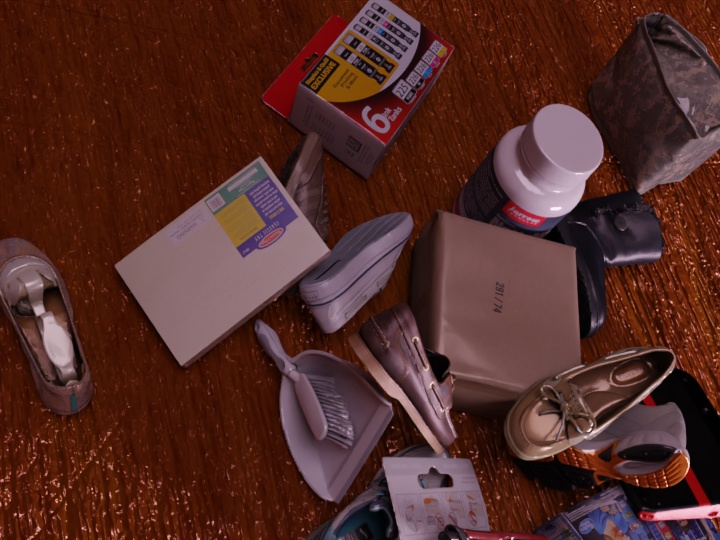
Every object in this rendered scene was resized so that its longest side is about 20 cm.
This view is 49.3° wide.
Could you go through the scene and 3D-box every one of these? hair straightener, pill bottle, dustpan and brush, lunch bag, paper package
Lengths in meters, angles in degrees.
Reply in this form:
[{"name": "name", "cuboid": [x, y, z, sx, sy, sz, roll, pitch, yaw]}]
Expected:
[{"name": "hair straightener", "cuboid": [0.133, 0.290, 0.760, 0.199, 0.040, 0.078, 30, 46, -48]}, {"name": "pill bottle", "cuboid": [0.199, -0.103, 0.946, 0.117, 0.200, 0.122, 7, 63, -15]}, {"name": "dustpan and brush", "cuboid": [-0.057, 0.121, 0.818, 0.056, 0.141, 0.201, 9, 32, -36]}, {"name": "lunch bag", "cuboid": [0.420, -0.239, 1.108, 0.115, 0.164, 0.203, -17, 73, -19]}, {"name": "paper package", "cuboid": [0.153, 0.057, 0.911, 0.187, 0.104, 0.204, 13, 61, -13]}]

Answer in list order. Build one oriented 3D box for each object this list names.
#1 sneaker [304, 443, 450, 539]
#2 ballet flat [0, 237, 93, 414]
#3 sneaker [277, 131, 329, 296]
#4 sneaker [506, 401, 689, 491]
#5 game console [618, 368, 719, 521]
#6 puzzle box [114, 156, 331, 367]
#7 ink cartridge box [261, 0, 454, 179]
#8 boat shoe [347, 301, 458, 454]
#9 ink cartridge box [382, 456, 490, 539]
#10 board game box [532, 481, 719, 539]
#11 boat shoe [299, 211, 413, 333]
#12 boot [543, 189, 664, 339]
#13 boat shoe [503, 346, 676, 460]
[{"name": "sneaker", "cuboid": [0.030, 0.245, 0.789, 0.199, 0.087, 0.078, -37, 81, -30]}, {"name": "ballet flat", "cuboid": [-0.313, 0.042, 0.776, 0.067, 0.067, 0.202, -24, 75, -27]}, {"name": "sneaker", "cuboid": [-0.069, -0.063, 0.920, 0.075, 0.070, 0.204, 26, 66, -21]}, {"name": "sneaker", "cuboid": [0.261, 0.186, 0.866, 0.092, 0.196, 0.077, -54, 131, -48]}, {"name": "game console", "cuboid": [0.356, 0.197, 0.922, 0.173, 0.031, 0.202, 0, 43, -15]}, {"name": "puzzle box", "cuboid": [-0.145, -0.011, 0.839, 0.199, 0.025, 0.134, -37, 79, -5]}, {"name": "ink cartridge box", "cuboid": [-0.003, -0.253, 1.014, 0.174, 0.084, 0.202, 34, 60, -1]}, {"name": "boat shoe", "cuboid": [0.060, 0.109, 0.769, 0.070, 0.201, 0.071, -37, 45, -3]}, {"name": "ink cartridge box", "cuboid": [0.075, 0.289, 0.767, 0.159, 0.047, 0.204, 16, 54, -48]}, {"name": "board game box", "cuboid": [0.317, 0.332, 0.849, 0.197, 0.062, 0.202, -11, 62, -34]}, {"name": "boat shoe", "cuboid": [0.000, 0.000, 0.911, 0.199, 0.073, 0.068, -38, 119, -41]}, {"name": "boot", "cuboid": [0.326, -0.016, 1.020, 0.164, 0.077, 0.204, -4, 61, -16]}, {"name": "boat shoe", "cuboid": [0.235, 0.128, 0.808, 0.197, 0.063, 0.074, -27, 79, -19]}]
